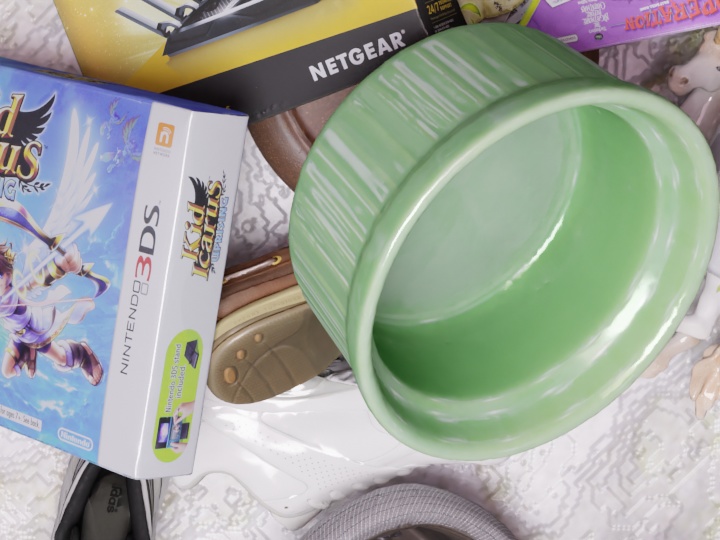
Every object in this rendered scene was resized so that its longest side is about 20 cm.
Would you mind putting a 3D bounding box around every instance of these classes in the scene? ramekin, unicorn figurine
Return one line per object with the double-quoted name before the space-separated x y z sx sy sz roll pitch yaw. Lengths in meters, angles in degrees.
"ramekin" 0.063 -0.019 0.987 0.199 0.098 0.201 -19 131 -23
"unicorn figurine" 0.170 -0.035 1.099 0.137 0.074 0.201 -30 110 -4

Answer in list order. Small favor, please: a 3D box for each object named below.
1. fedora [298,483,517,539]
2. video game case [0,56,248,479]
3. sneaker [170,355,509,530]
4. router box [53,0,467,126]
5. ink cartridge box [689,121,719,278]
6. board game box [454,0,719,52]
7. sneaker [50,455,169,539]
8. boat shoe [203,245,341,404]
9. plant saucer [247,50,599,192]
"fedora" 0.016 0.211 1.107 0.175 0.090 0.202 -14 96 -18
"video game case" -0.155 -0.008 1.064 0.199 0.045 0.183 15 98 38
"sneaker" -0.013 0.093 1.121 0.198 0.078 0.100 7 106 9
"router box" -0.062 -0.156 1.055 0.199 0.052 0.158 -19 96 29
"ink cartridge box" 0.272 -0.039 1.064 0.199 0.050 0.162 28 95 -20
"board game box" 0.095 -0.165 1.016 0.199 0.032 0.121 -7 95 36
"sneaker" -0.149 0.178 1.107 0.075 0.115 0.203 10 98 0
"boat shoe" 0.000 0.000 1.081 0.199 0.068 0.072 -20 139 -17
"plant saucer" 0.029 -0.115 1.106 0.198 0.034 0.202 0 98 2
